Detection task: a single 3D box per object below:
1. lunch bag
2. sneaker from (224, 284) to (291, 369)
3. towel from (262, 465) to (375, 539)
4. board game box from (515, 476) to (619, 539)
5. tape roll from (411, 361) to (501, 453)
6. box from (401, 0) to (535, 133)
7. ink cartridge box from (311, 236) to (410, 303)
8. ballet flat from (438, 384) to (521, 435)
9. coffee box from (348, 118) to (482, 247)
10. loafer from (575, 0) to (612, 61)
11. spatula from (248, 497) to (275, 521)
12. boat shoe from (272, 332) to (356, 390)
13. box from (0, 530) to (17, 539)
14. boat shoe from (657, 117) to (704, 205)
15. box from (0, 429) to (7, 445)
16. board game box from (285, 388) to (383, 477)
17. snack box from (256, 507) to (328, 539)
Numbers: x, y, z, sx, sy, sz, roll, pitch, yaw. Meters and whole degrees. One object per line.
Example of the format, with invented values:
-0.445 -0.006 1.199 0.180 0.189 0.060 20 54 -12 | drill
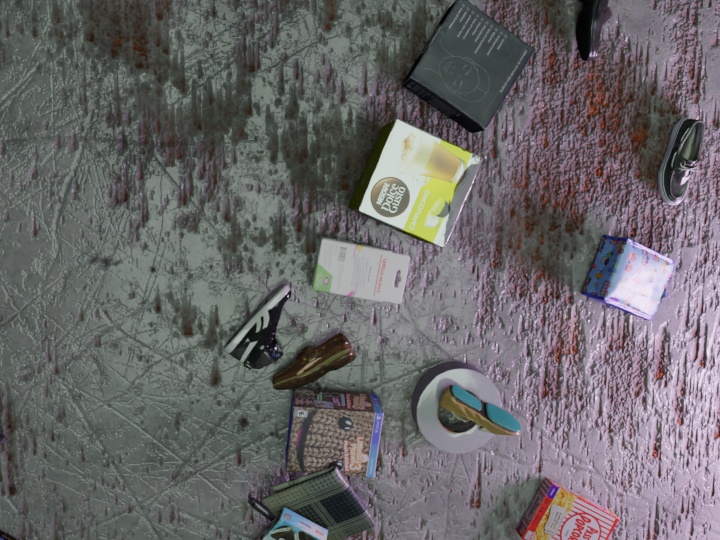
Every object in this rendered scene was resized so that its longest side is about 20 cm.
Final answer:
0.639 0.023 1.689 0.199 0.094 0.151 21 92 -18 | lunch bag
-0.195 0.132 1.609 0.112 0.073 0.200 41 99 -13 | sneaker
-0.092 0.531 1.627 0.199 0.035 0.193 -25 114 16 | towel
0.499 0.611 1.759 0.199 0.046 0.152 28 93 -9 | board game box
0.220 0.314 1.679 0.199 0.066 0.202 -1 97 -7 | tape roll
0.227 -0.433 1.557 0.196 0.124 0.201 32 92 -8 | box
0.000 0.000 1.612 0.199 0.067 0.118 11 95 -7 | ink cartridge box
0.264 0.321 1.630 0.199 0.069 0.063 32 120 -7 | ballet flat
0.106 -0.181 1.535 0.197 0.200 0.201 23 93 -9 | coffee box
0.521 -0.562 1.604 0.072 0.073 0.201 1 98 -11 | loafer
-0.177 0.586 1.688 0.200 0.021 0.057 38 94 -9 | spatula
-0.109 0.206 1.632 0.199 0.072 0.068 -26 66 5 | boat shoe
-0.823 0.657 1.607 0.199 0.046 0.159 33 92 -10 | box
0.733 -0.249 1.666 0.072 0.071 0.201 5 97 -8 | boat shoe
-0.885 0.326 1.560 0.160 0.044 0.201 -30 100 -3 | box
-0.061 0.361 1.626 0.199 0.097 0.160 5 104 -7 | board game box
-0.171 0.624 1.643 0.116 0.037 0.200 30 121 -9 | snack box
